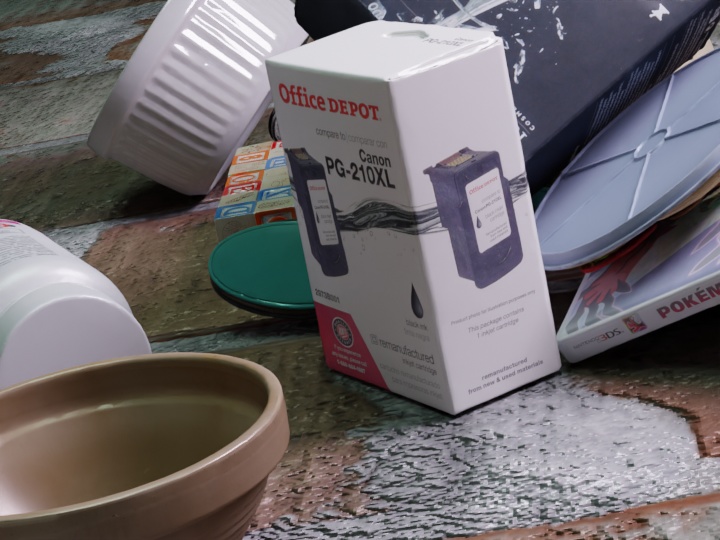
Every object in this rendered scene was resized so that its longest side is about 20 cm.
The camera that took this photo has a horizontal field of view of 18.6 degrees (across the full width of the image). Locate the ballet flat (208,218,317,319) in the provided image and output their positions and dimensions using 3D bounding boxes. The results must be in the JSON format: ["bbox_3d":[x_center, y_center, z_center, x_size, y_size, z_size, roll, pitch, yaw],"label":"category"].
[{"bbox_3d":[0.000,0.000,1.424,0.200,0.073,0.073,-7,17,25],"label":"ballet flat"}]

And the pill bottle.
[{"bbox_3d":[-0.201,0.040,1.333,0.113,0.114,0.200,-18,18,-20],"label":"pill bottle"}]

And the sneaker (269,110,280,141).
[{"bbox_3d":[0.017,-0.122,1.743,0.200,0.078,0.085,-3,19,23],"label":"sneaker"}]

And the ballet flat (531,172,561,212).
[{"bbox_3d":[0.113,-0.047,1.507,0.072,0.068,0.200,2,7,-32],"label":"ballet flat"}]

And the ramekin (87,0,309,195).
[{"bbox_3d":[-0.125,-0.155,1.784,0.105,0.200,0.200,33,21,-3],"label":"ramekin"}]

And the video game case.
[{"bbox_3d":[0.213,-0.042,1.280,0.182,0.023,0.200,-26,23,40],"label":"video game case"}]

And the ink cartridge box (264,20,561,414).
[{"bbox_3d":[0.029,-0.035,1.274,0.084,0.200,0.145,-21,19,-27],"label":"ink cartridge box"}]

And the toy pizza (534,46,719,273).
[{"bbox_3d":[0.182,-0.065,1.306,0.200,0.032,0.200,-40,14,12],"label":"toy pizza"}]

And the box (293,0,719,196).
[{"bbox_3d":[0.096,-0.174,1.401,0.197,0.200,0.124,-41,-11,-14],"label":"box"}]

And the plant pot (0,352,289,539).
[{"bbox_3d":[-0.127,0.119,1.070,0.200,0.093,0.201,-11,16,3],"label":"plant pot"}]

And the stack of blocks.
[{"bbox_3d":[-0.037,-0.048,1.597,0.115,0.059,0.200,-10,17,5],"label":"stack of blocks"}]

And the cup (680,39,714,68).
[{"bbox_3d":[0.175,-0.156,1.610,0.200,0.144,0.200,-3,10,1],"label":"cup"}]
